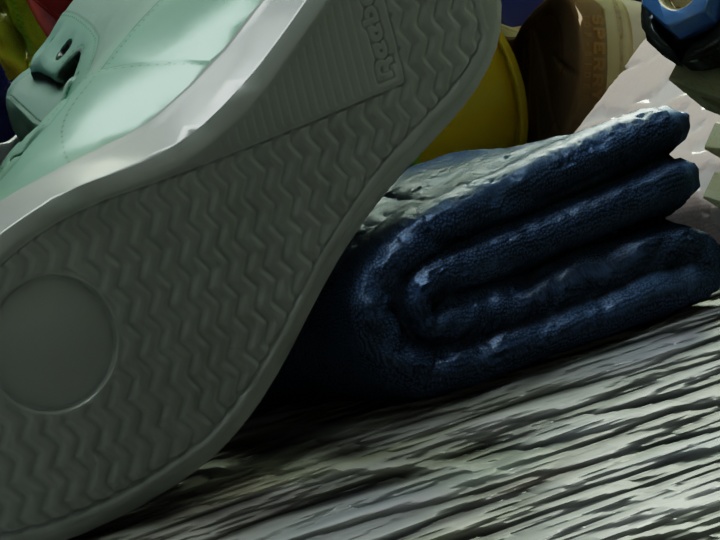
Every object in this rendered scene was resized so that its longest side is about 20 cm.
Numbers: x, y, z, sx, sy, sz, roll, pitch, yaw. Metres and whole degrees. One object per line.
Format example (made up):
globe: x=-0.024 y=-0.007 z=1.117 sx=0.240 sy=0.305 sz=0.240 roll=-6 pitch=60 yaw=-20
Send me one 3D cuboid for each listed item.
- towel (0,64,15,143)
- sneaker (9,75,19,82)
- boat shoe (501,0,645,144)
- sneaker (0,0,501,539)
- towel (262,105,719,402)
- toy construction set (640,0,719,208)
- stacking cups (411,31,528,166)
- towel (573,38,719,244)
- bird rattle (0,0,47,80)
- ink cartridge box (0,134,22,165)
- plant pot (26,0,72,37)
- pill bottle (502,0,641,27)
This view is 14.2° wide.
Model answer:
towel: x=-0.164 y=-0.051 z=0.710 sx=0.147 sy=0.050 sz=0.200 roll=-7 pitch=-2 yaw=-3
sneaker: x=-0.127 y=-0.007 z=0.891 sx=0.199 sy=0.094 sz=0.070 roll=-4 pitch=-43 yaw=-22
boat shoe: x=0.073 y=-0.049 z=0.963 sx=0.064 sy=0.072 sz=0.200 roll=2 pitch=-2 yaw=-12
sneaker: x=-0.063 y=-0.009 z=0.683 sx=0.200 sy=0.074 sz=0.118 roll=-46 pitch=25 yaw=-26
towel: x=0.000 y=0.000 z=0.760 sx=0.111 sy=0.049 sz=0.200 roll=-20 pitch=7 yaw=-27
toy construction set: x=0.137 y=-0.074 z=0.652 sx=0.131 sy=0.092 sz=0.200 roll=25 pitch=72 yaw=38
stacking cups: x=-0.046 y=-0.033 z=0.868 sx=0.200 sy=0.061 sz=0.060 roll=-16 pitch=5 yaw=-29
towel: x=0.156 y=-0.075 z=0.768 sx=0.200 sy=0.032 sz=0.191 roll=-8 pitch=37 yaw=54
bird rattle: x=-0.070 y=-0.097 z=1.075 sx=0.200 sy=0.163 sz=0.113 roll=32 pitch=13 yaw=16
ink cartridge box: x=-0.183 y=0.037 z=0.735 sx=0.199 sy=0.084 sz=0.145 roll=-14 pitch=7 yaw=24
plant pot: x=-0.039 y=-0.154 z=0.952 sx=0.200 sy=0.201 sz=0.183 roll=-16 pitch=-20 yaw=2
pill bottle: x=0.097 y=-0.106 z=1.176 sx=0.199 sy=0.111 sz=0.111 roll=-18 pitch=6 yaw=-12
